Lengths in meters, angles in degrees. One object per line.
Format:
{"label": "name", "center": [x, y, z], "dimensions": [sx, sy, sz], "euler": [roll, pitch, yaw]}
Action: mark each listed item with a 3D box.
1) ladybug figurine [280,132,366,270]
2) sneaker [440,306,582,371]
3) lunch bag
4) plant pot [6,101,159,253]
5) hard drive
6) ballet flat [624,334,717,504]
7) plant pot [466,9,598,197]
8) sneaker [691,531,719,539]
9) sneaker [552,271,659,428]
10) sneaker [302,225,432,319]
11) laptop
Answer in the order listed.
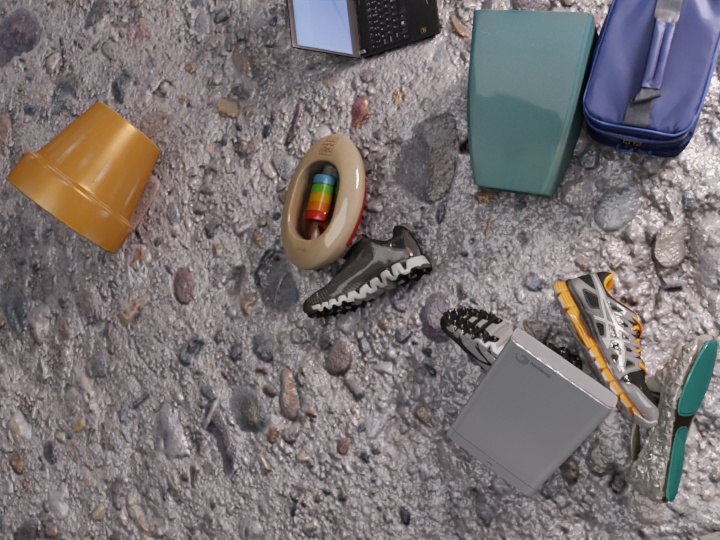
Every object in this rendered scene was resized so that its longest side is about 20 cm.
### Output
{"label": "ladybug figurine", "center": [-0.046, -0.096, 0.963], "dimensions": [0.133, 0.071, 0.205], "euler": [13, 84, 37]}
{"label": "sneaker", "center": [0.179, 0.117, 0.849], "dimensions": [0.197, 0.066, 0.093], "euler": [25, 124, 37]}
{"label": "lunch bag", "center": [0.339, -0.232, 0.785], "dimensions": [0.133, 0.132, 0.205], "euler": [15, 91, 23]}
{"label": "plant pot", "center": [-0.431, -0.162, 1.092], "dimensions": [0.198, 0.200, 0.185], "euler": [32, 82, 22]}
{"label": "hard drive", "center": [0.195, 0.175, 0.797], "dimensions": [0.131, 0.027, 0.202], "euler": [34, 133, 13]}
{"label": "ballet flat", "center": [0.353, 0.167, 0.780], "dimensions": [0.070, 0.071, 0.205], "euler": [16, 91, 23]}
{"label": "plant pot", "center": [0.207, -0.200, 0.839], "dimensions": [0.138, 0.141, 0.206], "euler": [11, 97, 23]}
{"label": "sneaker", "center": [0.411, 0.334, 0.734], "dimensions": [0.198, 0.077, 0.083], "euler": [-37, 79, 17]}
{"label": "sneaker", "center": [0.300, 0.085, 0.790], "dimensions": [0.076, 0.078, 0.203], "euler": [-25, 61, 8]}
{"label": "sneaker", "center": [0.000, 0.000, 0.949], "dimensions": [0.196, 0.066, 0.092], "euler": [-25, 73, 15]}
{"label": "laptop", "center": [0.000, -0.414, 0.964], "dimensions": [0.195, 0.103, 0.182], "euler": [-10, 82, 22]}
